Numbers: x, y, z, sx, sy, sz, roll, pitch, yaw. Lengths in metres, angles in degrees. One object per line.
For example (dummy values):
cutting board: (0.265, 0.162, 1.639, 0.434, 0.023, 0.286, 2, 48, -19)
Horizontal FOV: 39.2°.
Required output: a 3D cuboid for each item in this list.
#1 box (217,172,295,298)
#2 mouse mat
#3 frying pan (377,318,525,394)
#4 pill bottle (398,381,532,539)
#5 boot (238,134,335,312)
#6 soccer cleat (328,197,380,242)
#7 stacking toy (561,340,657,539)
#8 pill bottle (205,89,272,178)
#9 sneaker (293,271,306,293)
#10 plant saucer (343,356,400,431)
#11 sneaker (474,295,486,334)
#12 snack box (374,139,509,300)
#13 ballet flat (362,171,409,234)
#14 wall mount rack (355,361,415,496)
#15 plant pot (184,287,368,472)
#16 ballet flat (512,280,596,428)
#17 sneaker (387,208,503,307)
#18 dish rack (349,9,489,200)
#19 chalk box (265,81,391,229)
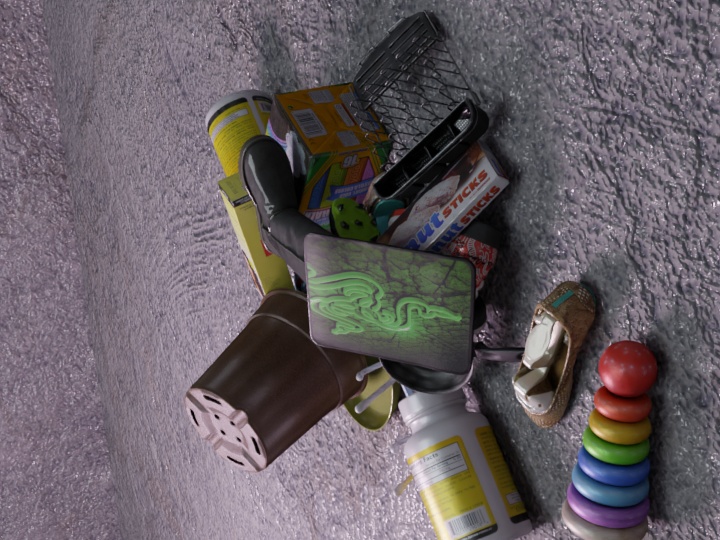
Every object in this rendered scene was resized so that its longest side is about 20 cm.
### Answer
box: (-0.148, -0.042, 1.473, 0.075, 0.050, 0.200, 48, 158, 54)
mouse mat: (0.031, 0.038, 1.133, 0.200, 0.008, 0.161, 11, 126, 19)
frying pan: (0.104, 0.082, 1.152, 0.190, 0.031, 0.115, -28, 113, 34)
pill bottle: (0.119, 0.239, 1.217, 0.200, 0.111, 0.111, 69, 152, 17)
boot: (-0.075, -0.057, 1.225, 0.200, 0.072, 0.182, 47, 157, 57)
soccer cleat: (0.000, 0.000, 1.245, 0.081, 0.067, 0.200, -54, 49, 43)
stacking toy: (0.251, 0.162, 0.979, 0.085, 0.085, 0.200, 34, 124, 53)
pill bottle: (-0.157, -0.169, 1.559, 0.200, 0.112, 0.112, 66, 151, 20)
sneaker: (-0.061, -0.001, 1.492, 0.200, 0.079, 0.096, -48, 58, 58)
plant saucer: (0.006, 0.133, 1.474, 0.200, 0.031, 0.200, 35, 132, 53)
sneaker: (0.100, 0.081, 1.252, 0.200, 0.076, 0.115, 8, 126, 58)
snack box: (0.080, -0.054, 1.133, 0.200, 0.024, 0.072, -46, 42, 23)
ballet flat: (0.017, -0.057, 1.347, 0.200, 0.068, 0.067, 120, 150, -47)
wall mount rack: (0.046, 0.193, 1.300, 0.174, 0.074, 0.200, -108, -7, -82)
plant pot: (-0.126, 0.161, 1.416, 0.200, 0.198, 0.200, 27, 140, 25)
ballet flat: (0.190, 0.097, 1.061, 0.070, 0.065, 0.200, 39, 137, 37)
sneaker: (0.078, -0.010, 1.186, 0.201, 0.067, 0.108, 12, 79, 58)
dish rack: (0.053, -0.193, 1.147, 0.153, 0.055, 0.200, -40, 60, 31)
chalk box: (-0.057, -0.135, 1.375, 0.125, 0.124, 0.200, 59, 149, 29)
